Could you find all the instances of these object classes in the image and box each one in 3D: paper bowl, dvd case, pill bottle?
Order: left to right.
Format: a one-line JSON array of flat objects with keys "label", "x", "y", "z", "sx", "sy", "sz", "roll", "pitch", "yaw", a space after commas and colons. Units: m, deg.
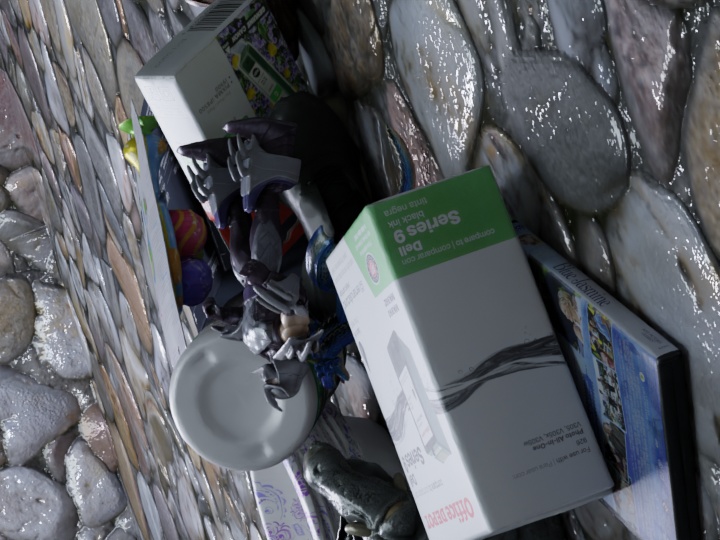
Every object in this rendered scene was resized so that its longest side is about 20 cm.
[{"label": "pill bottle", "x": -0.072, "y": 0.073, "z": 1.539, "sx": 0.200, "sy": 0.112, "sz": 0.114, "roll": -57, "pitch": -46, "yaw": -74}, {"label": "paper bowl", "x": -0.014, "y": 0.201, "z": 1.636, "sx": 0.201, "sy": 0.104, "sz": 0.202, "roll": 163, "pitch": 90, "yaw": -75}, {"label": "dvd case", "x": 0.134, "y": 0.070, "z": 1.130, "sx": 0.200, "sy": 0.017, "sz": 0.144, "roll": -135, "pitch": 31, "yaw": -59}]

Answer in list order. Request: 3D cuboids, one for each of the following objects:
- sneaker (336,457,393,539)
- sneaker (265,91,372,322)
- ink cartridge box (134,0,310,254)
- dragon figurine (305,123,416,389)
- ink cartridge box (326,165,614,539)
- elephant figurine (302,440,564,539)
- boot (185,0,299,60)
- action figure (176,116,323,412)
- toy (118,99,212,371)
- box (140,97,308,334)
[{"label": "sneaker", "x": 0.015, "y": 0.238, "z": 1.511, "sx": 0.060, "sy": 0.103, "sz": 0.201, "roll": -130, "pitch": 47, "yaw": -58}, {"label": "sneaker", "x": -0.012, "y": -0.038, "z": 1.455, "sx": 0.091, "sy": 0.076, "sz": 0.201, "roll": 31, "pitch": 146, "yaw": 58}, {"label": "ink cartridge box", "x": -0.079, "y": -0.094, "z": 1.485, "sx": 0.050, "sy": 0.109, "sz": 0.201, "roll": 5, "pitch": 132, "yaw": 44}, {"label": "dragon figurine", "x": 0.000, "y": 0.000, "z": 1.372, "sx": 0.201, "sy": 0.099, "sz": 0.059, "roll": 89, "pitch": 157, "yaw": -46}, {"label": "ink cartridge box", "x": 0.061, "y": 0.058, "z": 1.178, "sx": 0.146, "sy": 0.084, "sz": 0.201, "roll": 129, "pitch": 122, "yaw": -73}, {"label": "elephant figurine", "x": 0.057, "y": 0.199, "z": 1.344, "sx": 0.200, "sy": 0.140, "sz": 0.157, "roll": -173, "pitch": 80, "yaw": -67}, {"label": "boot", "x": -0.103, "y": -0.276, "z": 1.494, "sx": 0.186, "sy": 0.064, "sz": 0.201, "roll": 45, "pitch": 155, "yaw": 33}, {"label": "action figure", "x": -0.072, "y": 0.000, "z": 1.378, "sx": 0.130, "sy": 0.069, "sz": 0.202, "roll": -30, "pitch": 67, "yaw": 58}, {"label": "toy", "x": -0.147, "y": -0.028, "z": 1.571, "sx": 0.115, "sy": 0.047, "sz": 0.201, "roll": 123, "pitch": 132, "yaw": -74}, {"label": "box", "x": -0.109, "y": -0.068, "z": 1.676, "sx": 0.200, "sy": 0.103, "sz": 0.183, "roll": 124, "pitch": 128, "yaw": -71}]
